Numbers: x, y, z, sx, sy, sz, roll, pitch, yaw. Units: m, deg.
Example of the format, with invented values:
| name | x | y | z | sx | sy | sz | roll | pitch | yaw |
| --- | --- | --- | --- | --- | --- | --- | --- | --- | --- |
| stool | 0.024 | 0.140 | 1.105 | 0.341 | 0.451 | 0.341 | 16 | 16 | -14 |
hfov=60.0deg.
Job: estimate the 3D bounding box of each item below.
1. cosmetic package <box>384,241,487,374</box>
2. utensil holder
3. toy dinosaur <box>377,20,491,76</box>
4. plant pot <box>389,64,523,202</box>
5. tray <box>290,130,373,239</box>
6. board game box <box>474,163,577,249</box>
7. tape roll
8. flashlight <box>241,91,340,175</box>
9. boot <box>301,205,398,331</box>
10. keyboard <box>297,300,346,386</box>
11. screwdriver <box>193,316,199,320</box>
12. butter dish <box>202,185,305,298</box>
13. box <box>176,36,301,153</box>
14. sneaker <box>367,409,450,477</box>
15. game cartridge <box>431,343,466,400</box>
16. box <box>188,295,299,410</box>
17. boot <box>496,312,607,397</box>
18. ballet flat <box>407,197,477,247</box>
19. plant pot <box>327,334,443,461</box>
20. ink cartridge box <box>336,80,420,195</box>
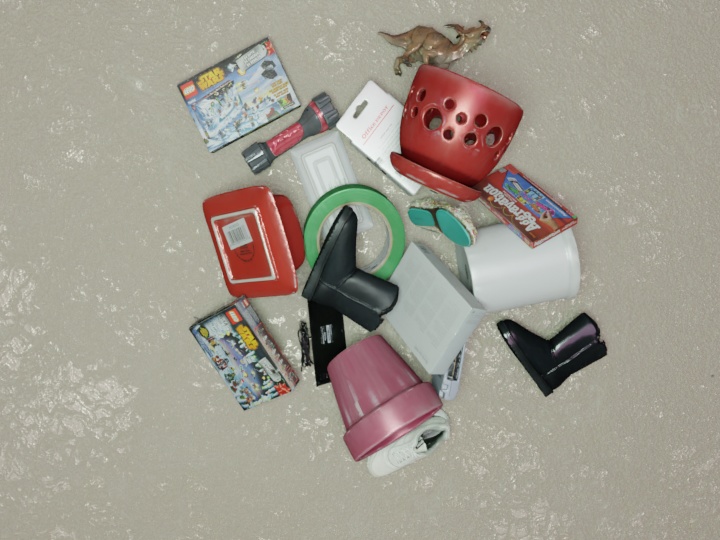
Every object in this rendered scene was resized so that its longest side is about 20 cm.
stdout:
| name | x | y | z | sx | sy | sz | roll | pitch | yaw |
| --- | --- | --- | --- | --- | --- | --- | --- | --- | --- |
| cosmetic package | 0.126 | 0.068 | 1.167 | 0.051 | 0.201 | 0.152 | 10 | 121 | -42 |
| utensil holder | 0.293 | -0.013 | 1.193 | 0.195 | 0.170 | 0.174 | -11 | 98 | 1 |
| toy dinosaur | 0.136 | -0.427 | 1.179 | 0.197 | 0.086 | 0.138 | 25 | 85 | 11 |
| plant pot | 0.157 | -0.230 | 1.081 | 0.197 | 0.201 | 0.186 | 22 | 104 | -5 |
| tray | -0.055 | -0.161 | 1.227 | 0.105 | 0.022 | 0.204 | -22 | 98 | -1 |
| board game box | 0.300 | -0.125 | 1.168 | 0.102 | 0.201 | 0.020 | -28 | 137 | -10 |
| tape roll | -0.013 | -0.063 | 1.210 | 0.195 | 0.048 | 0.205 | -2 | 108 | -7 |
| flashlight | -0.133 | -0.257 | 1.185 | 0.198 | 0.068 | 0.068 | -33 | 132 | -3 |
| boot | 0.000 | 0.000 | 1.153 | 0.165 | 0.077 | 0.203 | 24 | 111 | -7 |
| keyboard | -0.083 | 0.128 | 1.263 | 0.102 | 0.039 | 0.205 | -8 | 97 | -26 |
| screwdriver | -0.254 | 0.151 | 1.254 | 0.197 | 0.028 | 0.029 | 29 | 66 | -4 |
| butter dish | -0.175 | -0.065 | 1.179 | 0.197 | 0.147 | 0.204 | -6 | 106 | 39 |
| box | -0.230 | -0.332 | 1.188 | 0.197 | 0.040 | 0.139 | -26 | 99 | 0 |
| sneaker | 0.098 | 0.358 | 1.271 | 0.198 | 0.081 | 0.076 | -35 | 99 | 3 |
| game cartridge | 0.176 | 0.137 | 1.219 | 0.040 | 0.133 | 0.205 | 8 | 94 | -7 |
| box | -0.225 | 0.163 | 1.209 | 0.135 | 0.040 | 0.202 | -26 | 103 | 28 |
| boot | 0.388 | 0.135 | 1.257 | 0.167 | 0.077 | 0.201 | -38 | 104 | 6 |
| ballet flat | 0.163 | -0.101 | 1.168 | 0.063 | 0.199 | 0.077 | -30 | 123 | -19 |
| plant pot | 0.031 | 0.234 | 1.195 | 0.198 | 0.200 | 0.181 | -33 | 71 | 1 |
| ink cartridge box | 0.059 | -0.253 | 1.198 | 0.199 | 0.067 | 0.116 | 40 | 94 | -7 |
